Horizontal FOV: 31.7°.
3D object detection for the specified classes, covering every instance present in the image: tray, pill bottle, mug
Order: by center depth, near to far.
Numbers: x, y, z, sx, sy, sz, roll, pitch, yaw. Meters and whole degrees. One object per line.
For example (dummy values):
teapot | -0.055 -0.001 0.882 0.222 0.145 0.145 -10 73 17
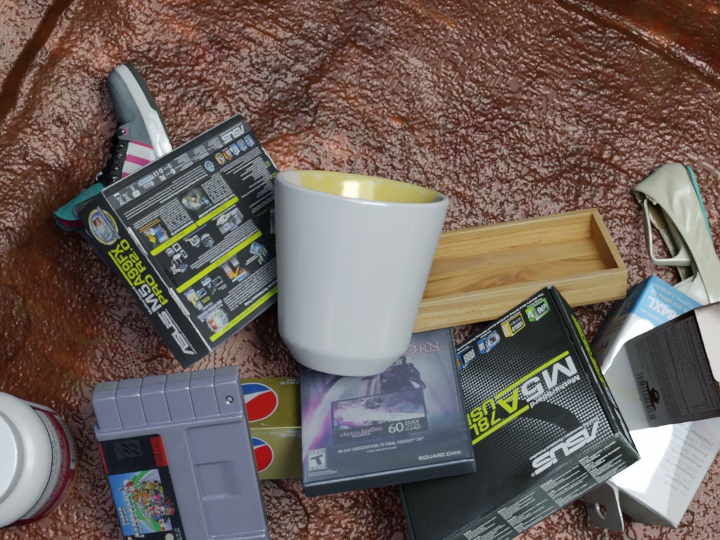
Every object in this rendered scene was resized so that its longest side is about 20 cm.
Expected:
pill bottle | -0.307 0.159 1.064 0.111 0.200 0.115 0 80 -2
mug | 0.003 0.002 1.091 0.148 0.185 0.156 15 104 36
tray | 0.135 -0.001 1.166 0.197 0.037 0.099 -10 39 -3

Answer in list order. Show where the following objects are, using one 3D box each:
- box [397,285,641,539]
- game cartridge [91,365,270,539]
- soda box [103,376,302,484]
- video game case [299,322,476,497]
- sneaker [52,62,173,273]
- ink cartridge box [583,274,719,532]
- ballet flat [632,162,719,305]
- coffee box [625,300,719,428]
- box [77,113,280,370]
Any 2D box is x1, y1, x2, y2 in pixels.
box | 0.117 0.133 1.075 0.199 0.194 0.048 -34 123 15
game cartridge | -0.152 0.179 1.090 0.127 0.039 0.203 -10 120 -3
soda box | -0.130 0.142 1.131 0.196 0.065 0.068 -2 37 -3
video game case | 0.018 0.106 1.096 0.140 0.019 0.201 -9 38 3
sneaker | -0.230 -0.083 1.170 0.119 0.084 0.203 -19 83 -15
ink cartridge box | 0.248 0.129 1.129 0.124 0.129 0.201 32 80 3
ballet flat | 0.307 -0.002 1.186 0.068 0.070 0.203 -17 73 -5
coffee box | 0.289 0.066 0.975 0.113 0.200 0.081 -15 81 -5
box | -0.129 -0.031 1.110 0.161 0.044 0.200 55 41 -4
